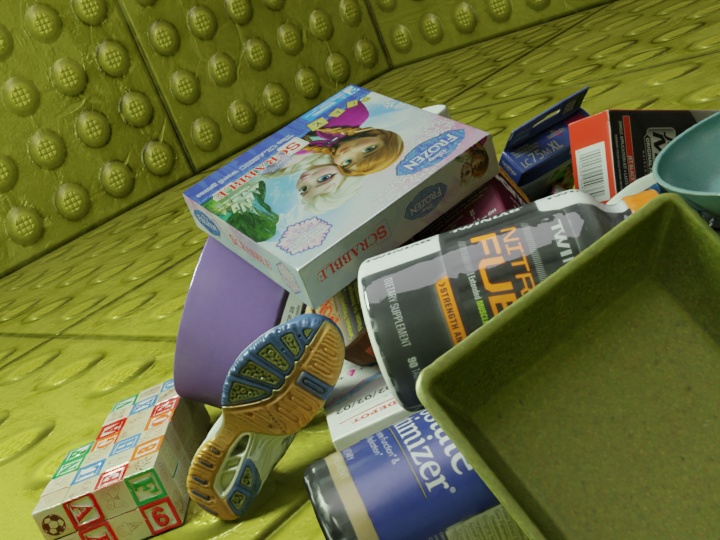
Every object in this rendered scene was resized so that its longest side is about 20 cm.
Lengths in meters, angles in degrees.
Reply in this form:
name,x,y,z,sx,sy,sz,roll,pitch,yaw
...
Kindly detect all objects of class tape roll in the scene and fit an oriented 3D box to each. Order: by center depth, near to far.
name,x,y,z,sx,sy,sz,roll,pitch,yaw
tape roll,-0.106,0.037,0.902,0.084,0.202,0.200,15,22,4

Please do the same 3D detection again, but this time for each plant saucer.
name,x,y,z,sx,sy,sz,roll,pitch,yaw
plant saucer,0.155,0.088,0.476,0.199,0.200,0.048,-33,-17,-23
plant saucer,0.272,-0.073,0.536,0.198,0.036,0.200,-22,17,7

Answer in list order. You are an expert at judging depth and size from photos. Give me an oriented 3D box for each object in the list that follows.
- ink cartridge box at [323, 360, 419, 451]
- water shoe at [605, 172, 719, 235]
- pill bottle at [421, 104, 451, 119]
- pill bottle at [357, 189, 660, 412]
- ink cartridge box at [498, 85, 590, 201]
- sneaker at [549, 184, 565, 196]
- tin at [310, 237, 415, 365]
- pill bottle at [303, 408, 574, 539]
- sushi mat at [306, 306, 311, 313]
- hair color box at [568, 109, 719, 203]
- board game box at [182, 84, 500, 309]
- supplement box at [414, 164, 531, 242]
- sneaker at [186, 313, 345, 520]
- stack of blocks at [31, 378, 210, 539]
name,x,y,z,sx,sy,sz,roll,pitch,yaw
ink cartridge box,0.036,0.112,0.717,0.114,0.068,0.200,-24,16,-2
water shoe,0.242,-0.034,0.698,0.199,0.072,0.079,-38,50,-15
pill bottle,0.079,-0.063,0.979,0.113,0.202,0.114,-20,15,6
pill bottle,0.106,0.013,0.602,0.198,0.107,0.106,-19,16,9
ink cartridge box,0.194,-0.101,1.026,0.119,0.042,0.201,-30,-27,-23
sneaker,0.232,-0.036,0.950,0.085,0.081,0.200,12,14,6
tin,0.000,0.000,0.798,0.112,0.042,0.201,-49,28,19
pill bottle,0.076,0.125,0.543,0.198,0.113,0.112,-25,16,-7
sushi mat,-0.087,0.068,1.134,0.198,0.012,0.096,-14,16,27
hair color box,0.286,-0.088,0.822,0.198,0.103,0.061,-5,-2,-23
board game box,-0.021,-0.074,0.784,0.199,0.041,0.199,-37,39,-20
supplement box,0.113,-0.004,0.771,0.085,0.110,0.201,-38,32,19
sneaker,-0.074,0.104,0.748,0.201,0.075,0.088,-54,-1,24
stack of blocks,-0.214,0.179,0.868,0.114,0.059,0.200,-22,16,5
